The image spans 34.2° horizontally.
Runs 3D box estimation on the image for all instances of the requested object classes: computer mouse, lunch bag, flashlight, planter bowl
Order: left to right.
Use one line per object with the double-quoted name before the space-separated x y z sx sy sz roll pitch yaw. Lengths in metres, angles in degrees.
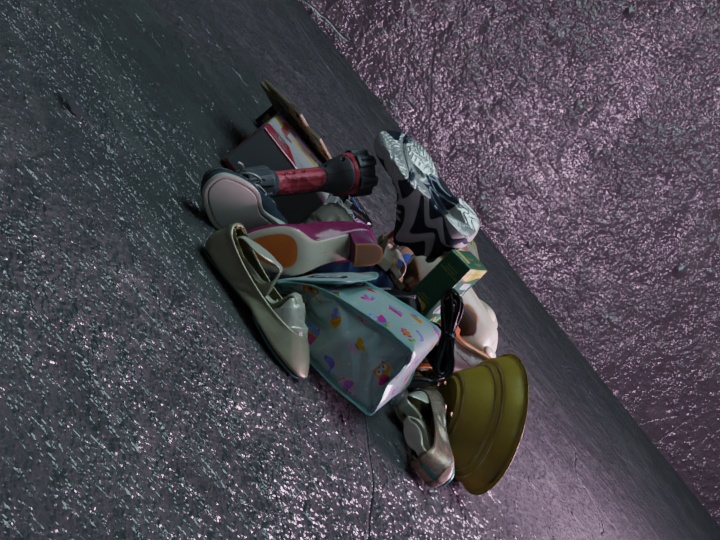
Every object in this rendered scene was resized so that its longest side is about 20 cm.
"flashlight" -0.074 -0.128 1.631 0.198 0.068 0.068 -8 38 -29
"lunch bag" -0.015 0.068 1.467 0.199 0.122 0.170 38 14 11
"computer mouse" 0.040 0.090 1.610 0.046 0.197 0.142 -135 -133 -80
"planter bowl" 0.147 0.201 1.620 0.083 0.202 0.201 18 24 -16

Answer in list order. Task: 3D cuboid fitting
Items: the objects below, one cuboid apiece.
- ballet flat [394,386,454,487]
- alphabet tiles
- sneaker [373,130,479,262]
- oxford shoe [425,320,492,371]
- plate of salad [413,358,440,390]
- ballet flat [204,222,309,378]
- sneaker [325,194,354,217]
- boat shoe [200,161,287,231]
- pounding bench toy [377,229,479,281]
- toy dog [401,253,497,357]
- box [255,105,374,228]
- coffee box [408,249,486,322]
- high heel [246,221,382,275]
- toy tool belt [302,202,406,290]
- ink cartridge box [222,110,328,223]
"ballet flat" 0.081 0.204 1.560 0.067 0.068 0.200 38 16 -25
"alphabet tiles" -0.090 -0.216 1.856 0.166 0.006 0.200 45 -8 33
"sneaker" 0.067 -0.095 1.684 0.199 0.130 0.080 45 43 -3
"oxford shoe" 0.149 0.148 1.798 0.200 0.071 0.073 43 49 -13
"plate of salad" 0.133 0.193 1.817 0.200 0.048 0.200 50 12 -14
"ballet flat" -0.106 0.030 1.356 0.201 0.069 0.069 54 12 3
"sneaker" -0.049 -0.083 1.831 0.075 0.082 0.200 47 13 -20
"boat shoe" -0.150 -0.087 1.495 0.200 0.075 0.062 35 23 -58
"pounding bench toy" 0.113 -0.021 2.079 0.125 0.155 0.200 50 13 -13
"toy dog" 0.131 0.055 1.863 0.201 0.139 0.194 60 4 -31
"box" -0.080 -0.168 2.037 0.198 0.050 0.201 36 20 -55
"coffee box" 0.090 0.054 1.682 0.044 0.200 0.123 46 10 13
"high heel" -0.073 -0.041 1.529 0.096 0.198 0.068 -132 -138 -62
"toy tool belt" 0.000 0.000 1.665 0.199 0.125 0.123 35 8 -36
"ink cartridge box" -0.118 -0.152 1.770 0.146 0.083 0.200 51 12 -9
